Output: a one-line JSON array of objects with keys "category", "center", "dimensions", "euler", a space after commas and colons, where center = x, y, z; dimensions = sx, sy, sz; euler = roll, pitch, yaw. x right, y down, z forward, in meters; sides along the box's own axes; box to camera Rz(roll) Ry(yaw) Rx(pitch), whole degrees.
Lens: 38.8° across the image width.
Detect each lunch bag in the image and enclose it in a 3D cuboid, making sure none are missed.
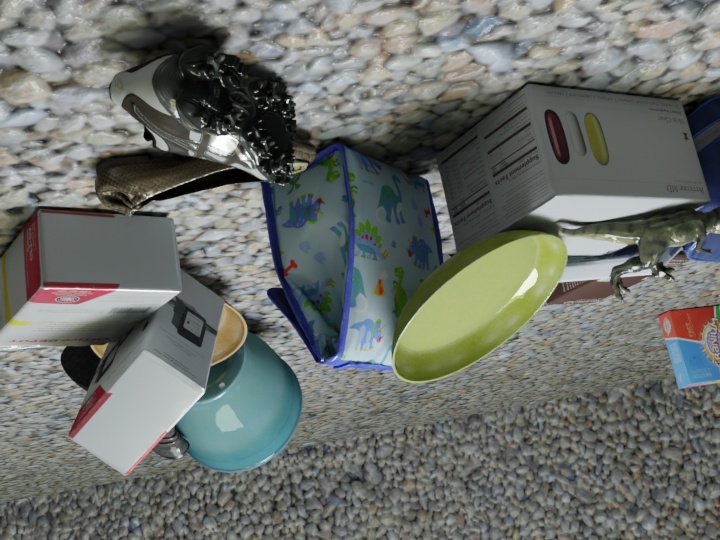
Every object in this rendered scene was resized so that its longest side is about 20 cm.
[{"category": "lunch bag", "center": [0.398, -0.097, 1.067], "dimensions": [0.199, 0.133, 0.136], "euler": [6, 141, -42]}, {"category": "lunch bag", "center": [0.000, 0.000, 1.005], "dimensions": [0.127, 0.201, 0.170], "euler": [-22, 161, 32]}]

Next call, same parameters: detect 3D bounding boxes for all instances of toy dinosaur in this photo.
[{"category": "toy dinosaur", "center": [0.276, -0.021, 0.974], "dimensions": [0.198, 0.048, 0.089], "euler": [-5, 132, -8]}]

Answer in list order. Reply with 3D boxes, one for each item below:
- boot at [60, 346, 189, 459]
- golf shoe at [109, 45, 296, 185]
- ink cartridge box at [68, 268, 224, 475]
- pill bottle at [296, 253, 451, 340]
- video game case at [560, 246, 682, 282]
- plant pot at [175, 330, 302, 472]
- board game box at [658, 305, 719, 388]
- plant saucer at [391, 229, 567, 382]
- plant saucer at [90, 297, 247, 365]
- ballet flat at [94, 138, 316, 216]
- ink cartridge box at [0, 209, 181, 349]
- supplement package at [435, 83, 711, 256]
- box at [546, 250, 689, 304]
[{"category": "boot", "center": [-0.330, 0.185, 1.420], "dimensions": [0.070, 0.199, 0.132], "euler": [-43, 152, -28]}, {"category": "golf shoe", "center": [-0.113, -0.119, 0.788], "dimensions": [0.094, 0.078, 0.200], "euler": [2, 167, 21]}, {"category": "ink cartridge box", "center": [-0.234, 0.105, 1.146], "dimensions": [0.083, 0.200, 0.145], "euler": [37, 110, -17]}, {"category": "pill bottle", "center": [0.021, 0.029, 1.272], "dimensions": [0.199, 0.114, 0.113], "euler": [-3, 162, -27]}, {"category": "video game case", "center": [0.271, -0.024, 1.176], "dimensions": [0.199, 0.023, 0.182], "euler": [-6, -167, 35]}, {"category": "plant pot", "center": [-0.201, 0.165, 1.472], "dimensions": [0.199, 0.201, 0.188], "euler": [-12, 149, 5]}, {"category": "board game box", "center": [0.712, 0.150, 2.056], "dimensions": [0.199, 0.154, 0.040], "euler": [-5, 162, -20]}, {"category": "plant saucer", "center": [0.107, 0.029, 0.964], "dimensions": [0.199, 0.031, 0.201], "euler": [-26, 149, -17]}, {"category": "plant saucer", "center": [-0.246, 0.070, 1.309], "dimensions": [0.199, 0.036, 0.201], "euler": [-6, 147, -4]}, {"category": "ballet flat", "center": [-0.136, -0.083, 0.911], "dimensions": [0.198, 0.047, 0.067], "euler": [-9, 164, -8]}, {"category": "ink cartridge box", "center": [-0.295, 0.014, 1.067], "dimensions": [0.144, 0.084, 0.200], "euler": [1, 160, -35]}, {"category": "supplement package", "center": [0.205, -0.090, 0.995], "dimensions": [0.199, 0.112, 0.156], "euler": [-1, 162, -31]}, {"category": "box", "center": [0.345, -0.016, 1.406], "dimensions": [0.100, 0.076, 0.200], "euler": [-1, 163, -30]}]
